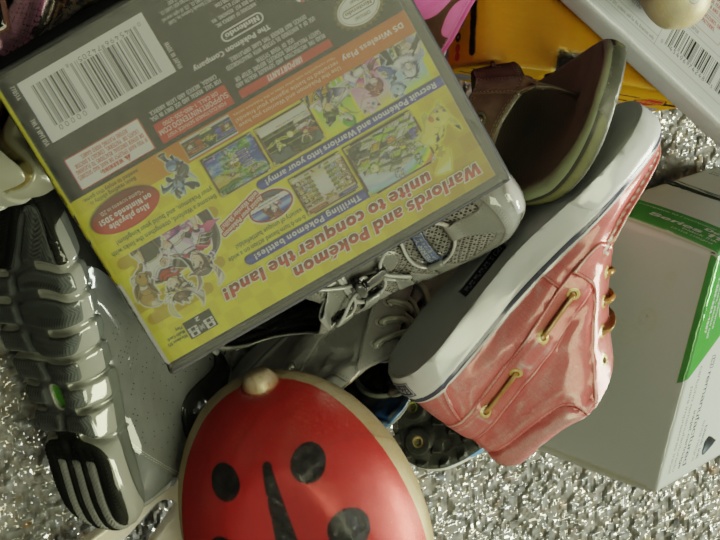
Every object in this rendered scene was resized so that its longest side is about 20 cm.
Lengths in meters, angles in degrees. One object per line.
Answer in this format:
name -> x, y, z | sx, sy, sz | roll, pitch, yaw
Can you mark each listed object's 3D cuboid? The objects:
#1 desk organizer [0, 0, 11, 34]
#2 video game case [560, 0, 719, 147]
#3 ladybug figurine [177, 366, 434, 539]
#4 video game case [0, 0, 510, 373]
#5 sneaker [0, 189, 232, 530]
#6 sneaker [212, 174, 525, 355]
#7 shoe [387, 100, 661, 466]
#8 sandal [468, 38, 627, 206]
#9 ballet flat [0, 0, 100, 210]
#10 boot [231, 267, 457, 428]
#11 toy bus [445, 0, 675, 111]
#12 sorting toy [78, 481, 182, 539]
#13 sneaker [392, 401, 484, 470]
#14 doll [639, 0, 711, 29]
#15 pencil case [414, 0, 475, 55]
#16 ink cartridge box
desk organizer -> -0.227, -0.206, 1.426 | 0.071, 0.077, 0.201 | -19, 118, -22
video game case -> 0.176, -0.198, 1.634 | 0.200, 0.022, 0.183 | 39, 66, -23
ladybug figurine -> -0.031, 0.147, 1.586 | 0.135, 0.072, 0.201 | -16, 109, 11
video game case -> -0.054, -0.072, 1.466 | 0.199, 0.026, 0.181 | -30, 111, 3
sneaker -> -0.128, 0.028, 1.598 | 0.115, 0.075, 0.201 | -29, 117, -39
sneaker -> 0.000, 0.000, 1.579 | 0.199, 0.082, 0.075 | -21, 126, 28
shoe -> 0.110, 0.009, 1.595 | 0.091, 0.071, 0.200 | 39, 93, -21
sandal -> 0.068, -0.074, 1.586 | 0.057, 0.200, 0.080 | 29, 61, -30
ballet flat -> -0.165, -0.085, 1.494 | 0.201, 0.071, 0.069 | -57, 152, 15
boot -> 0.018, 0.034, 1.657 | 0.200, 0.096, 0.074 | -47, 125, -5
toy bus -> 0.135, -0.129, 1.661 | 0.199, 0.078, 0.066 | 7, 81, -32
sorting toy -> -0.104, 0.209, 1.666 | 0.200, 0.107, 0.181 | -36, 117, -12
sneaker -> 0.091, 0.034, 1.706 | 0.201, 0.072, 0.073 | -55, 162, -9
doll -> 0.116, -0.200, 1.555 | 0.200, 0.048, 0.137 | 47, 54, -26
pencil case -> 0.022, -0.145, 1.534 | 0.093, 0.200, 0.091 | 30, 57, -2
ink cartridge box -> 0.188, 0.029, 1.705 | 0.200, 0.083, 0.148 | -19, 126, -61
